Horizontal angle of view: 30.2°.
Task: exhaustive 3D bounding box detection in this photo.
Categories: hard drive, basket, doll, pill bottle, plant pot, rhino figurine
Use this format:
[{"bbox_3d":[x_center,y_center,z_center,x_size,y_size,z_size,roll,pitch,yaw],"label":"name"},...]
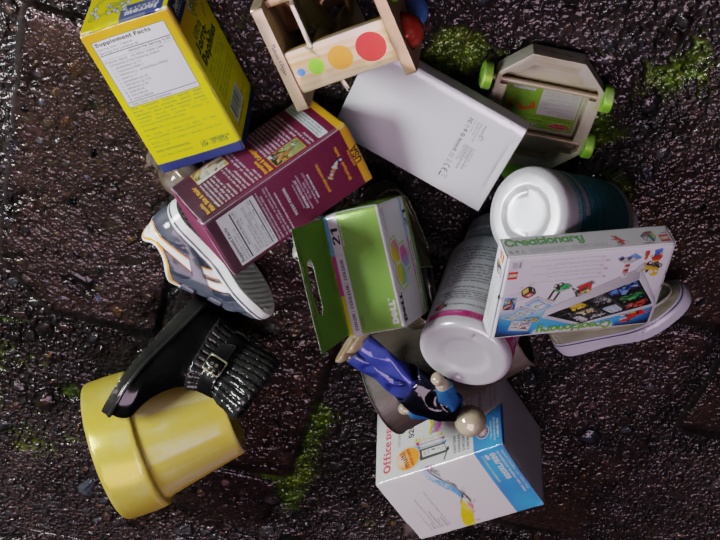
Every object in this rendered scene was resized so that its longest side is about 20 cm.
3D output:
[{"bbox_3d":[0.079,-0.167,1.544,0.199,0.026,0.132,30,130,1],"label":"hard drive"},{"bbox_3d":[0.117,0.111,1.760,0.199,0.180,0.137,-25,96,14],"label":"basket"},{"bbox_3d":[0.069,0.144,1.638,0.199,0.049,0.136,35,151,-8],"label":"doll"},{"bbox_3d":[0.250,-0.059,1.574,0.199,0.111,0.111,4,145,-49],"label":"pill bottle"},{"bbox_3d":[-0.269,0.223,1.867,0.188,0.201,0.201,-20,130,0],"label":"plant pot"},{"bbox_3d":[-0.174,-0.078,1.632,0.060,0.087,0.200,-46,121,0],"label":"rhino figurine"},{"bbox_3d":[0.152,0.030,1.630,0.113,0.201,0.114,13,139,12],"label":"pill bottle"}]

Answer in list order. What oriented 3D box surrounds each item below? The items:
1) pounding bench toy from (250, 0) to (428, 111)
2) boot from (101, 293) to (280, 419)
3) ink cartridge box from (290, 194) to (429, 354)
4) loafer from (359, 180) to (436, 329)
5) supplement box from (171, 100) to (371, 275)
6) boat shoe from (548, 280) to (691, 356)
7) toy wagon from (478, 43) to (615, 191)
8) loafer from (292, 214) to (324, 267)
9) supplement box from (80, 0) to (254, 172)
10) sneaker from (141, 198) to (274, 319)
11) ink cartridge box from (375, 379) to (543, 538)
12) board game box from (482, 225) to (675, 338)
[{"bbox_3d":[-0.027,-0.301,1.397,0.155,0.125,0.201,-16,120,18],"label":"pounding bench toy"},{"bbox_3d":[-0.224,0.152,1.770,0.158,0.079,0.211,43,81,-2],"label":"boot"},{"bbox_3d":[0.003,0.002,1.526,0.075,0.200,0.149,-11,96,20],"label":"ink cartridge box"},{"bbox_3d":[0.060,-0.018,1.653,0.075,0.070,0.201,-28,109,-20],"label":"loafer"},{"bbox_3d":[-0.103,-0.100,1.538,0.200,0.110,0.086,-36,126,-9],"label":"supplement box"},{"bbox_3d":[0.332,0.057,1.741,0.199,0.072,0.062,-24,129,27],"label":"boat shoe"},{"bbox_3d":[0.202,-0.171,1.562,0.154,0.040,0.201,11,133,-5],"label":"toy wagon"},{"bbox_3d":[0.000,0.000,1.704,0.199,0.070,0.070,26,151,-16],"label":"loafer"},{"bbox_3d":[-0.211,-0.228,1.490,0.108,0.110,0.201,-14,131,16],"label":"supplement box"},{"bbox_3d":[-0.197,-0.004,1.718,0.079,0.079,0.200,-31,113,23],"label":"sneaker"},{"bbox_3d":[0.139,0.262,1.891,0.199,0.148,0.145,-21,128,21],"label":"ink cartridge box"},{"bbox_3d":[0.244,0.014,1.499,0.199,0.035,0.127,-5,134,-13],"label":"board game box"}]
